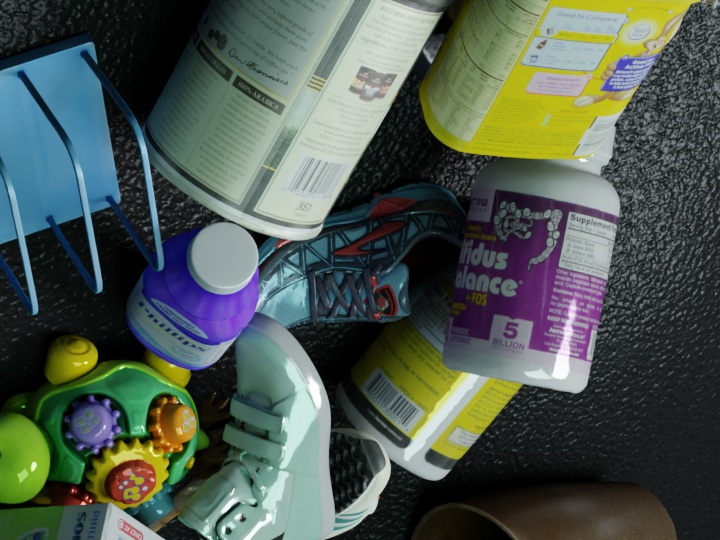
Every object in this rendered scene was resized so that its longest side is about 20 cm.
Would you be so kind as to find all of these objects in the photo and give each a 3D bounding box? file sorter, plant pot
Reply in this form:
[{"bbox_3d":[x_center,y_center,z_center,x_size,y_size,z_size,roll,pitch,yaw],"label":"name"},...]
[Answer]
[{"bbox_3d":[-0.244,-0.044,1.528,0.200,0.123,0.139,-20,132,-18],"label":"file sorter"},{"bbox_3d":[0.176,0.259,1.992,0.200,0.187,0.187,-20,133,-37],"label":"plant pot"}]

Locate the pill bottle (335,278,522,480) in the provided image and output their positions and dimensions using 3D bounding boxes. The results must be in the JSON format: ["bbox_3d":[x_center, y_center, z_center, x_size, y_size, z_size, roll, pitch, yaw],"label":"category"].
[{"bbox_3d":[0.083,0.057,1.808,0.114,0.114,0.200,29,105,-42],"label":"pill bottle"}]

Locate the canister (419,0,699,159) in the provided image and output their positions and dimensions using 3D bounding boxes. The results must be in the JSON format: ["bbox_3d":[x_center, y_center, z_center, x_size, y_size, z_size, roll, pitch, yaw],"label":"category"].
[{"bbox_3d":[0.137,-0.166,1.543,0.148,0.087,0.200,2,144,-21],"label":"canister"}]

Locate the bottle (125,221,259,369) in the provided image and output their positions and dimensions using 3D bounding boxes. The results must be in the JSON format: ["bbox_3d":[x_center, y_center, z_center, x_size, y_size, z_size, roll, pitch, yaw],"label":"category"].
[{"bbox_3d":[-0.114,0.015,1.610,0.083,0.200,0.065,35,70,-4],"label":"bottle"}]

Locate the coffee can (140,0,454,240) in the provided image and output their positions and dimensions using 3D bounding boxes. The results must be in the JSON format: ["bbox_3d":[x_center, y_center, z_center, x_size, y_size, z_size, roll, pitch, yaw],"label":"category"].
[{"bbox_3d":[-0.044,-0.143,1.557,0.146,0.146,0.200,15,114,-38],"label":"coffee can"}]

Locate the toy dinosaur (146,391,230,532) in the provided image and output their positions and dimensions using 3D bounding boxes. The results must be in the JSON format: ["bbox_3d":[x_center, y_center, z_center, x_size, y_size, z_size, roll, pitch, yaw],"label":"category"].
[{"bbox_3d":[-0.110,0.158,1.797,0.200,0.060,0.106,-33,144,-8],"label":"toy dinosaur"}]

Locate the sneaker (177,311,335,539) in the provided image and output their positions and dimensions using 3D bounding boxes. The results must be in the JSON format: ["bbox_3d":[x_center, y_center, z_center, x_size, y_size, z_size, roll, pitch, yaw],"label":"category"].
[{"bbox_3d":[-0.084,0.138,1.697,0.118,0.074,0.201,-28,120,-36],"label":"sneaker"}]

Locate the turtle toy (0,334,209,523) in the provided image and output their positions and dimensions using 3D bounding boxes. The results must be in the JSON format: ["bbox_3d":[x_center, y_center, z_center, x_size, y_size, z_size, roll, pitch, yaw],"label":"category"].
[{"bbox_3d":[-0.204,0.131,1.695,0.199,0.101,0.146,2,122,-25],"label":"turtle toy"}]

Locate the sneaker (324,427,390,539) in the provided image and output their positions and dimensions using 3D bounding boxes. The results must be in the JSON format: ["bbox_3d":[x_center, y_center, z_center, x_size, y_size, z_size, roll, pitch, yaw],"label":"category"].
[{"bbox_3d":[-0.017,0.168,1.824,0.093,0.070,0.200,-12,163,-36],"label":"sneaker"}]

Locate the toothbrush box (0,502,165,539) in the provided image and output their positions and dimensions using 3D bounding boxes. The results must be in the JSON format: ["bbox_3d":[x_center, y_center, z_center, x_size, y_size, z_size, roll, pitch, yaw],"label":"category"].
[{"bbox_3d":[-0.232,0.242,1.695,0.200,0.086,0.146,-6,149,32],"label":"toothbrush box"}]

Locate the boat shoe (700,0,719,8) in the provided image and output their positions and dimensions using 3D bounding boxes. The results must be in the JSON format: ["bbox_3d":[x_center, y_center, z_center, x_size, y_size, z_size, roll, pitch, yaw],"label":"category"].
[{"bbox_3d":[0.245,-0.229,1.638,0.200,0.072,0.072,-22,142,-43],"label":"boat shoe"}]

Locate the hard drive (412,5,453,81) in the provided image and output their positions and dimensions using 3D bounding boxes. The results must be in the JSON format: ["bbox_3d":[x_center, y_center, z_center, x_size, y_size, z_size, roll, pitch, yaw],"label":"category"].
[{"bbox_3d":[0.105,-0.175,1.695,0.135,0.042,0.200,-43,134,4],"label":"hard drive"}]

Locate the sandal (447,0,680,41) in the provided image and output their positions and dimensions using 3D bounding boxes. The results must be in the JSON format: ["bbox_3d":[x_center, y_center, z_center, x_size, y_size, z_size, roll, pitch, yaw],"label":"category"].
[{"bbox_3d":[0.164,-0.170,1.657,0.211,0.070,0.078,4,121,-34],"label":"sandal"}]

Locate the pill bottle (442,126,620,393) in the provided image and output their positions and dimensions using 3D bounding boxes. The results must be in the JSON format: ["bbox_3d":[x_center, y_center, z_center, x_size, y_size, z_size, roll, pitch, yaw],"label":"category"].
[{"bbox_3d":[0.130,-0.016,1.687,0.112,0.112,0.201,12,87,-37],"label":"pill bottle"}]

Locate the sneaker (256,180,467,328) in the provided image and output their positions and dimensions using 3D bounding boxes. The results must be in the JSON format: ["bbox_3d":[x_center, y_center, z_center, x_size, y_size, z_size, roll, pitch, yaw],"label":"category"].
[{"bbox_3d":[0.000,0.000,1.726,0.200,0.096,0.079,-26,132,-12],"label":"sneaker"}]
